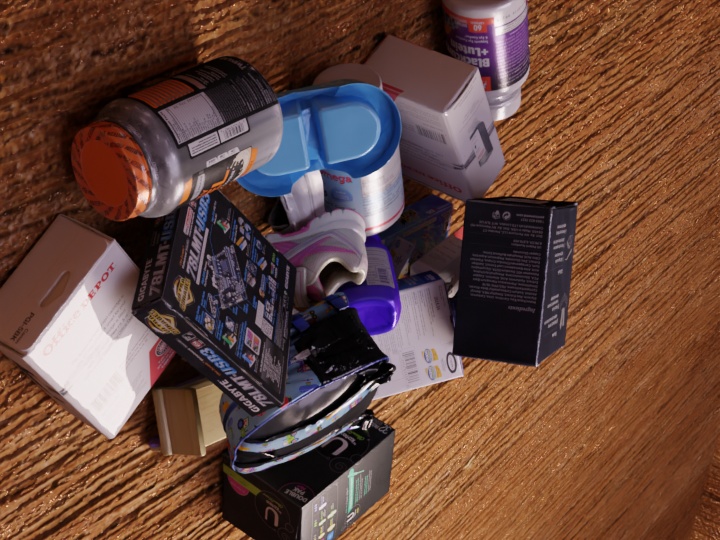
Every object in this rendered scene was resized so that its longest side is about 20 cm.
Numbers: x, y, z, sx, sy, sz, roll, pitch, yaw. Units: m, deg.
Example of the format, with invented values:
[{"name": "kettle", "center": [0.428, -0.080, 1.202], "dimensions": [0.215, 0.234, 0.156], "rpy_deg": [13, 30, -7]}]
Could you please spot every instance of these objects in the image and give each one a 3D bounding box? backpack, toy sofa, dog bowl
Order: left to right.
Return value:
[{"name": "toy sofa", "center": [-0.172, 0.160, 1.622], "dimensions": [0.199, 0.097, 0.084], "rpy_deg": [-17, 103, -51]}, {"name": "backpack", "center": [-0.081, 0.139, 1.520], "dimensions": [0.199, 0.135, 0.183], "rpy_deg": [-27, 160, -22]}, {"name": "dog bowl", "center": [-0.055, -0.154, 1.473], "dimensions": [0.198, 0.050, 0.112], "rpy_deg": [-13, 118, -7]}]

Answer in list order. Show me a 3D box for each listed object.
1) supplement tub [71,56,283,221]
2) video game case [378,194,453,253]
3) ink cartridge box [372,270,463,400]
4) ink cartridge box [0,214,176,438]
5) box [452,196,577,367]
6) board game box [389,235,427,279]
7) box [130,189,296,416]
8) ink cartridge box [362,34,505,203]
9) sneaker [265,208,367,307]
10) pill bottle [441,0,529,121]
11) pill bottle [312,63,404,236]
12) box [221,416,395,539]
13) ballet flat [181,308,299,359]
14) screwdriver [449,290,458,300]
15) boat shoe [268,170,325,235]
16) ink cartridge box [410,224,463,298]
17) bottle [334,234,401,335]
[{"name": "supplement tub", "center": [-0.183, -0.130, 1.316], "dimensions": [0.200, 0.122, 0.123], "rpy_deg": [-32, 138, -42]}, {"name": "video game case", "center": [0.049, 0.006, 1.867], "dimensions": [0.200, 0.045, 0.182], "rpy_deg": [-27, 136, -46]}, {"name": "ink cartridge box", "center": [0.052, 0.085, 1.714], "dimensions": [0.199, 0.076, 0.137], "rpy_deg": [-14, 103, -7]}, {"name": "ink cartridge box", "center": [-0.281, 0.059, 1.350], "dimensions": [0.147, 0.083, 0.200], "rpy_deg": [-54, 149, -17]}, {"name": "box", "center": [0.204, 0.008, 1.708], "dimensions": [0.197, 0.117, 0.202], "rpy_deg": [-12, 107, -71]}, {"name": "board game box", "center": [0.040, 0.065, 1.819], "dimensions": [0.201, 0.034, 0.134], "rpy_deg": [-61, 151, -2]}, {"name": "box", "center": [-0.148, 0.019, 1.395], "dimensions": [0.198, 0.049, 0.201], "rpy_deg": [45, 33, -36]}, {"name": "ink cartridge box", "center": [0.091, -0.189, 1.677], "dimensions": [0.085, 0.145, 0.200], "rpy_deg": [-53, 149, -19]}, {"name": "sneaker", "center": [-0.079, 0.002, 1.556], "dimensions": [0.199, 0.089, 0.081], "rpy_deg": [-23, 144, 4]}, {"name": "pill bottle", "center": [0.168, -0.300, 1.745], "dimensions": [0.111, 0.111, 0.201], "rpy_deg": [-45, 145, -28]}, {"name": "pill bottle", "center": [-0.007, -0.146, 1.595], "dimensions": [0.109, 0.108, 0.201], "rpy_deg": [-44, 145, -30]}, {"name": "box", "center": [-0.071, 0.275, 1.786], "dimensions": [0.200, 0.148, 0.125], "rpy_deg": [-34, 141, -40]}, {"name": "ballet flat", "center": [-0.134, 0.077, 1.616], "dimensions": [0.199, 0.071, 0.072], "rpy_deg": [-16, 126, -51]}, {"name": "screwdriver", "center": [0.153, 0.014, 1.801], "dimensions": [0.200, 0.028, 0.029], "rpy_deg": [-49, 176, -16]}, {"name": "boat shoe", "center": [-0.079, -0.067, 1.593], "dimensions": [0.068, 0.072, 0.201], "rpy_deg": [-21, 149, -12]}, {"name": "ink cartridge box", "center": [0.138, 0.034, 1.868], "dimensions": [0.176, 0.045, 0.201], "rpy_deg": [-38, 143, -34]}, {"name": "bottle", "center": [0.000, 0.000, 1.655], "dimensions": [0.083, 0.201, 0.066], "rpy_deg": [-4, 126, -5]}]
